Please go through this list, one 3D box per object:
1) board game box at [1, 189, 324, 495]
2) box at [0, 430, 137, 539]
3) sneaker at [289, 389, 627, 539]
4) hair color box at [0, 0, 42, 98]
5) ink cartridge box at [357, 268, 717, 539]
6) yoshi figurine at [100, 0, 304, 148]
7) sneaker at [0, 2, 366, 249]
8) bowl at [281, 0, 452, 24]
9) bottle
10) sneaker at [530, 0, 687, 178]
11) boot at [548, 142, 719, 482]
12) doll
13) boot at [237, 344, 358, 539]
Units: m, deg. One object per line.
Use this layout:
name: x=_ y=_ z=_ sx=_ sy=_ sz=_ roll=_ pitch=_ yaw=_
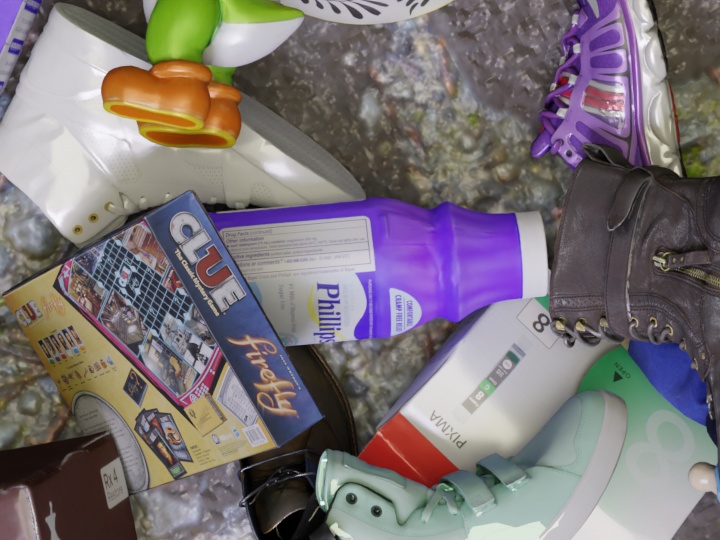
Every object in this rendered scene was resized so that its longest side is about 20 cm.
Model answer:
board game box: x=-0.108 y=0.043 z=1.502 sx=0.035 sy=0.200 sz=0.136 roll=-33 pitch=95 yaw=-30
box: x=-0.228 y=0.191 z=1.498 sx=0.200 sy=0.166 sz=0.164 roll=-10 pitch=94 yaw=12
sneaker: x=0.046 y=0.114 z=1.479 sx=0.118 sy=0.074 sz=0.200 roll=44 pitch=79 yaw=-11
hair color box: x=-0.199 y=-0.164 z=1.525 sx=0.065 sy=0.109 sz=0.200 roll=22 pitch=92 yaw=-4
ink cartridge box: x=0.089 y=0.115 z=1.544 sx=0.161 sy=0.050 sz=0.200 roll=44 pitch=58 yaw=-5
yoshi figurine: x=-0.098 y=-0.171 z=1.475 sx=0.112 sy=0.112 sz=0.200 roll=16 pitch=80 yaw=-32
sneaker: x=-0.106 y=-0.051 z=1.563 sx=0.200 sy=0.074 sz=0.116 roll=29 pitch=103 yaw=-5
bowl: x=0.004 y=-0.235 z=1.539 sx=0.201 sy=0.094 sz=0.201 roll=0 pitch=94 yaw=-2
bottle: x=0.000 y=0.000 z=1.529 sx=0.200 sy=0.084 sz=0.065 roll=-5 pitch=58 yaw=-3
sneaker: x=0.131 y=-0.098 z=1.564 sx=0.083 sy=0.081 sz=0.200 roll=-9 pitch=94 yaw=5
boot: x=0.166 y=0.028 z=1.477 sx=0.069 sy=0.174 sz=0.200 roll=13 pitch=80 yaw=-39
doll: x=0.218 y=0.061 z=1.489 sx=0.136 sy=0.200 sz=0.048 roll=-45 pitch=135 yaw=2
boot: x=-0.035 y=0.102 z=1.555 sx=0.075 sy=0.097 sz=0.200 roll=-23 pitch=94 yaw=0
